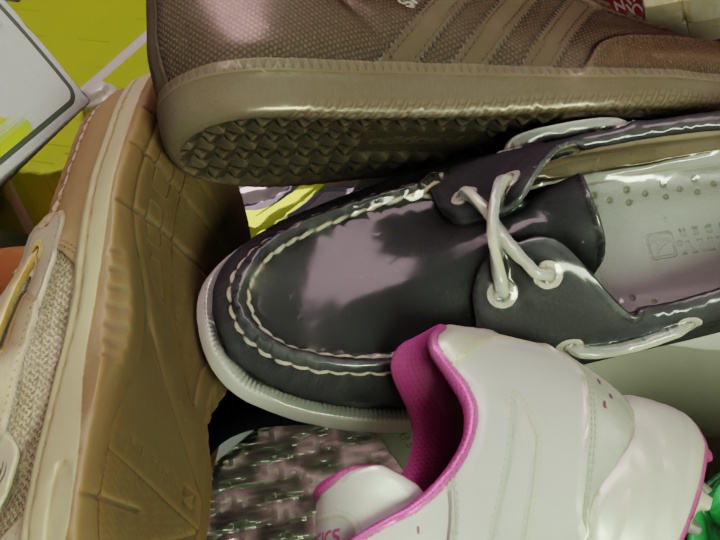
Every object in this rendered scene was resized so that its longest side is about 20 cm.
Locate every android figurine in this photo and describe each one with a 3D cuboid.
[{"bbox_3d":[-0.104,-0.065,1.005,0.199,0.041,0.182,9,43,45],"label":"android figurine"}]

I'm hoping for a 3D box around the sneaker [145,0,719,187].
[{"bbox_3d":[0.036,-0.066,0.775,0.199,0.076,0.070,2,-23,-27],"label":"sneaker"}]

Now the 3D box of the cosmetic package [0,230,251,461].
[{"bbox_3d":[-0.130,0.026,1.025,0.199,0.074,0.102,6,28,33],"label":"cosmetic package"}]

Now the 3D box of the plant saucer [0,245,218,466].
[{"bbox_3d":[-0.141,0.063,0.889,0.199,0.038,0.201,-16,42,16],"label":"plant saucer"}]

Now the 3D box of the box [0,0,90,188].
[{"bbox_3d":[-0.179,0.002,0.805,0.200,0.060,0.117,-39,5,40],"label":"box"}]

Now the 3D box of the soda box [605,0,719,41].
[{"bbox_3d":[0.106,-0.070,1.004,0.063,0.070,0.200,-31,-9,-41],"label":"soda box"}]

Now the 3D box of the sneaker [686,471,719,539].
[{"bbox_3d":[0.136,0.081,0.748,0.074,0.084,0.200,3,26,32],"label":"sneaker"}]

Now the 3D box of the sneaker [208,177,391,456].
[{"bbox_3d":[0.000,0.000,0.833,0.200,0.074,0.081,-33,67,-4],"label":"sneaker"}]

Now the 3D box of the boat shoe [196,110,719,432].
[{"bbox_3d":[0.056,-0.005,0.734,0.199,0.074,0.060,-5,-23,-13],"label":"boat shoe"}]

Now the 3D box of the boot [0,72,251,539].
[{"bbox_3d":[-0.112,0.039,0.756,0.155,0.073,0.201,-18,44,25],"label":"boot"}]

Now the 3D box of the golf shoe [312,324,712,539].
[{"bbox_3d":[0.011,0.103,0.671,0.075,0.091,0.201,-31,28,59],"label":"golf shoe"}]

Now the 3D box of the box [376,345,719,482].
[{"bbox_3d":[0.106,0.006,0.856,0.199,0.078,0.095,-19,43,18],"label":"box"}]

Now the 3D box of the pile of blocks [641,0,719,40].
[{"bbox_3d":[0.159,-0.104,0.861,0.199,0.062,0.082,3,-17,-43],"label":"pile of blocks"}]
